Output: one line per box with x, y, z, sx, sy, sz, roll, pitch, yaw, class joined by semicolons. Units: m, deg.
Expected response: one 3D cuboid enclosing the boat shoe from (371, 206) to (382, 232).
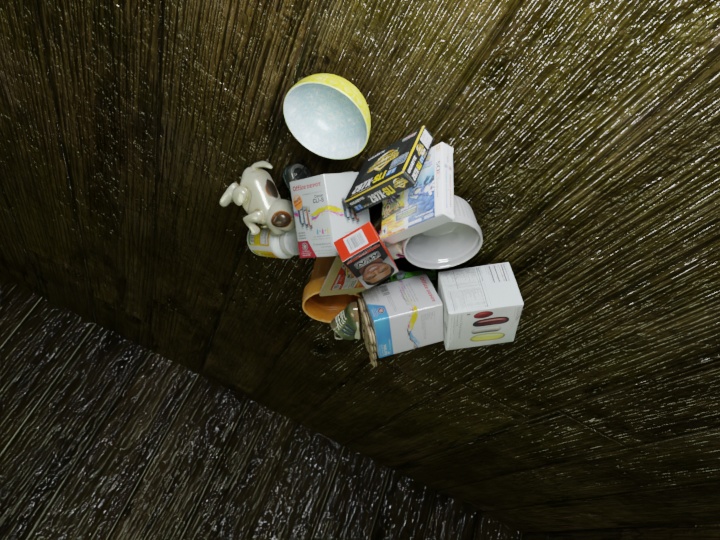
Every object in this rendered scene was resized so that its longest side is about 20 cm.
0.079;-0.139;1.410;0.067;0.072;0.200;29;146;-11;boat shoe

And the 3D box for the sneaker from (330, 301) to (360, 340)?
-0.047;0.159;1.572;0.089;0.068;0.201;-6;150;-2;sneaker

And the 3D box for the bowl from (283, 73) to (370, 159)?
-0.060;-0.358;1.162;0.198;0.108;0.201;16;145;11;bowl

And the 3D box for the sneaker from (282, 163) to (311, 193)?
-0.141;-0.214;1.458;0.079;0.076;0.200;1;136;51;sneaker

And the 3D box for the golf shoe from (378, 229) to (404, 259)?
0.104;-0.059;1.435;0.091;0.076;0.200;22;-175;21;golf shoe

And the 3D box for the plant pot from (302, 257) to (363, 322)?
-0.076;0.035;1.615;0.198;0.185;0.201;0;147;0;plant pot

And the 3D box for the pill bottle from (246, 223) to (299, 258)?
-0.251;-0.094;1.597;0.199;0.113;0.113;6;145;49;pill bottle

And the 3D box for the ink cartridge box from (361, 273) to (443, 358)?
0.122;0.127;1.496;0.198;0.147;0.147;-14;127;-6;ink cartridge box

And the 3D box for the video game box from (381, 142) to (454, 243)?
0.131;-0.178;1.228;0.047;0.184;0.199;21;152;-36;video game box

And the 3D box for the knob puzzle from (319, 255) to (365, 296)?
0.000;0.000;1.420;0.218;0.031;0.220;-16;149;-10;knob puzzle

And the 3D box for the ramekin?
0.199;-0.101;1.315;0.198;0.106;0.201;-3;146;-2;ramekin

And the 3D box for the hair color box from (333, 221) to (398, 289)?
0.018;-0.031;1.273;0.101;0.062;0.200;-30;154;6;hair color box

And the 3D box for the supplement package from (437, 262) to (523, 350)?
0.325;0.103;1.464;0.198;0.148;0.192;-8;141;1;supplement package

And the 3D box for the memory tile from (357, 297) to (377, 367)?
0.019;0.182;1.536;0.017;0.154;0.201;-14;146;-6;memory tile

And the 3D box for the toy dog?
-0.257;-0.188;1.480;0.200;0.139;0.194;42;109;7;toy dog

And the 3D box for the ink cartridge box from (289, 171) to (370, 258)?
-0.074;-0.143;1.339;0.145;0.144;0.202;-2;98;46;ink cartridge box

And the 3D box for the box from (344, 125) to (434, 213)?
0.065;-0.231;1.216;0.049;0.161;0.199;41;143;-26;box

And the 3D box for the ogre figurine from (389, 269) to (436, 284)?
0.147;0.055;1.624;0.119;0.099;0.200;10;164;-12;ogre figurine
